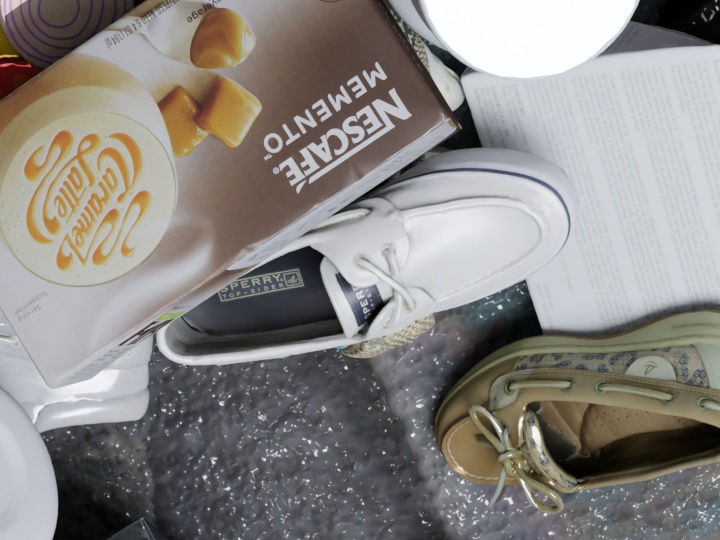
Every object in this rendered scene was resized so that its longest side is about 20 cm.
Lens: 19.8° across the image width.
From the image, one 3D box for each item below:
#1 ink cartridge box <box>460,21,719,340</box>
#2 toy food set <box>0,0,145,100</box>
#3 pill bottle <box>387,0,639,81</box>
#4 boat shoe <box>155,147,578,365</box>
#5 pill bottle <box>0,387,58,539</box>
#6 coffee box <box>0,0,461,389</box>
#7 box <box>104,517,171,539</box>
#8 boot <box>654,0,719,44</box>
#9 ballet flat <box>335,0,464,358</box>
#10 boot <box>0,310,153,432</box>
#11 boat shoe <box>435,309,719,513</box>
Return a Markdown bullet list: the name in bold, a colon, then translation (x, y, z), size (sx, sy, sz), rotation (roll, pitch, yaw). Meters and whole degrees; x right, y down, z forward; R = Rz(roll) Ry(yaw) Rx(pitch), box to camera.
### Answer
- **ink cartridge box**: translation (0.160, -0.038, 0.947), size (0.199, 0.047, 0.161), rotation (-4, 117, 31)
- **toy food set**: translation (-0.176, -0.106, 0.924), size (0.197, 0.049, 0.201), rotation (-29, 113, 4)
- **pill bottle**: translation (0.051, -0.151, 0.857), size (0.109, 0.200, 0.110), rotation (-3, 112, -8)
- **boat shoe**: translation (0.000, 0.000, 0.921), size (0.199, 0.066, 0.072), rotation (-10, 118, 13)
- **pill bottle**: translation (-0.236, 0.128, 0.947), size (0.112, 0.113, 0.200), rotation (40, 130, -21)
- **coffee box**: translation (-0.070, -0.053, 0.869), size (0.199, 0.080, 0.115), rotation (-32, 86, 7)
- **box**: translation (-0.143, 0.232, 0.983), size (0.199, 0.149, 0.125), rotation (-31, 68, -2)
- **boot**: translation (0.200, -0.067, 0.980), size (0.168, 0.076, 0.201), rotation (32, 101, -20)
- **ballet flat**: translation (0.015, -0.054, 0.973), size (0.075, 0.068, 0.201), rotation (-15, 121, -26)
- **boot**: translation (-0.194, 0.038, 0.964), size (0.199, 0.074, 0.096), rotation (-2, 106, -9)
- **boat shoe**: translation (0.107, 0.072, 0.982), size (0.199, 0.063, 0.073), rotation (-23, 118, 43)
